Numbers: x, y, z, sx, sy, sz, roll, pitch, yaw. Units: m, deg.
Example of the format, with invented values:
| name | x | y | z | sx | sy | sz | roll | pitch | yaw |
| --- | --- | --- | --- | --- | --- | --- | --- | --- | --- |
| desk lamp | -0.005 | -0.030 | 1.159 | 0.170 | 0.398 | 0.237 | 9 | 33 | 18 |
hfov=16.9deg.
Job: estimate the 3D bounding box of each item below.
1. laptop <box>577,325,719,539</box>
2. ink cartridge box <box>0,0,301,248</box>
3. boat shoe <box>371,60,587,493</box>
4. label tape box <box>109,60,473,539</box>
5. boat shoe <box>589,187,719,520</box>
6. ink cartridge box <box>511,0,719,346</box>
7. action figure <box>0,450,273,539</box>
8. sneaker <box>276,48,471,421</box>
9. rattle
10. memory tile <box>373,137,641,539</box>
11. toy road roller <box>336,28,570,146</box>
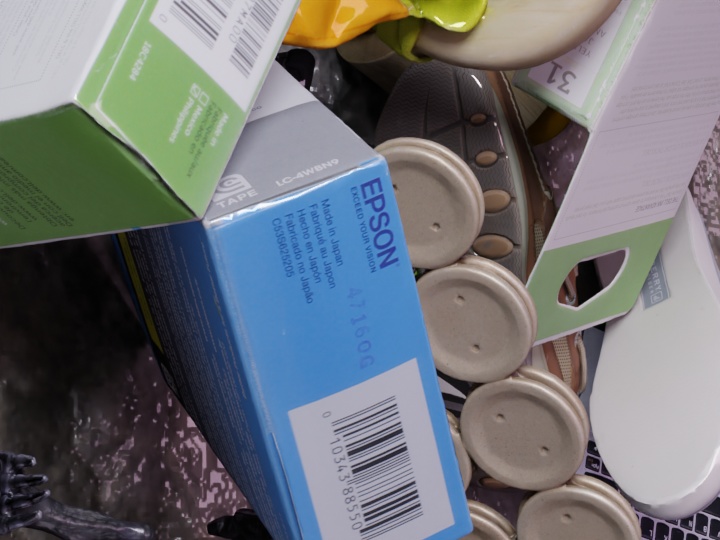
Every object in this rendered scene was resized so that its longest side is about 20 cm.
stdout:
| name | x | y | z | sx | sy | sz | roll | pitch | yaw |
| --- | --- | --- | --- | --- | --- | --- | --- | --- | --- |
| laptop | 0.189 | 0.140 | 1.118 | 0.187 | 0.115 | 0.202 | 23 | 68 | -41 |
| ink cartridge box | -0.114 | -0.065 | 0.787 | 0.059 | 0.199 | 0.104 | 43 | 57 | -33 |
| boat shoe | 0.054 | -0.005 | 1.029 | 0.072 | 0.075 | 0.201 | -44 | 133 | -49 |
| label tape box | -0.039 | -0.002 | 0.834 | 0.066 | 0.200 | 0.144 | -21 | 120 | -11 |
| boat shoe | 0.140 | 0.041 | 1.088 | 0.069 | 0.072 | 0.201 | 53 | 18 | -37 |
| ink cartridge box | 0.108 | -0.070 | 0.986 | 0.145 | 0.048 | 0.201 | -14 | 133 | -60 |
| action figure | -0.061 | 0.133 | 0.880 | 0.199 | 0.102 | 0.120 | 21 | 84 | -41 |
| sneaker | 0.000 | 0.000 | 0.966 | 0.200 | 0.082 | 0.071 | 58 | 16 | -22 |
| rattle | 0.058 | -0.150 | 0.843 | 0.143 | 0.199 | 0.131 | 21 | 59 | -54 |
| memory tile | 0.010 | 0.048 | 0.930 | 0.201 | 0.152 | 0.017 | 63 | 32 | -20 |
| toy road roller | 0.081 | -0.161 | 1.033 | 0.123 | 0.145 | 0.201 | 34 | 61 | -36 |
